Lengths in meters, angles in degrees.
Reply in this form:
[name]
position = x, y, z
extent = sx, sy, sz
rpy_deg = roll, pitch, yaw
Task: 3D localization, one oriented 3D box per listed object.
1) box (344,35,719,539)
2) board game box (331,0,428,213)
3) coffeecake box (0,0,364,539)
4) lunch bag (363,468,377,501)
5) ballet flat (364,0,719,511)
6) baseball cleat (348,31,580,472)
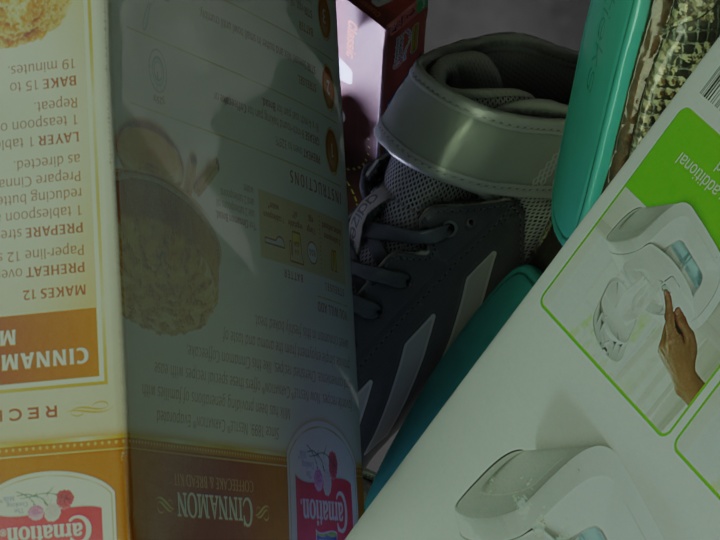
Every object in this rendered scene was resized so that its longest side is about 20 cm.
[box]
position = 0.105, 0.070, 0.616
extent = 0.177, 0.096, 0.200
rpy_deg = -54, 39, 10
[board game box]
position = -0.028, -0.042, 0.858
extent = 0.103, 0.019, 0.200
rpy_deg = 38, 153, 20
[coffeecake box]
position = -0.059, -0.025, 0.691
extent = 0.073, 0.153, 0.202
rpy_deg = -6, 82, 18
[lunch bag]
position = -0.082, 0.142, 0.942
extent = 0.199, 0.167, 0.140
rpy_deg = -26, 93, 43
[ballet flat]
position = 0.067, 0.004, 0.733
extent = 0.075, 0.068, 0.201
rpy_deg = 16, 113, -16
[baseball cleat]
position = 0.000, 0.000, 0.787
extent = 0.070, 0.199, 0.107
rpy_deg = 41, 156, 40
